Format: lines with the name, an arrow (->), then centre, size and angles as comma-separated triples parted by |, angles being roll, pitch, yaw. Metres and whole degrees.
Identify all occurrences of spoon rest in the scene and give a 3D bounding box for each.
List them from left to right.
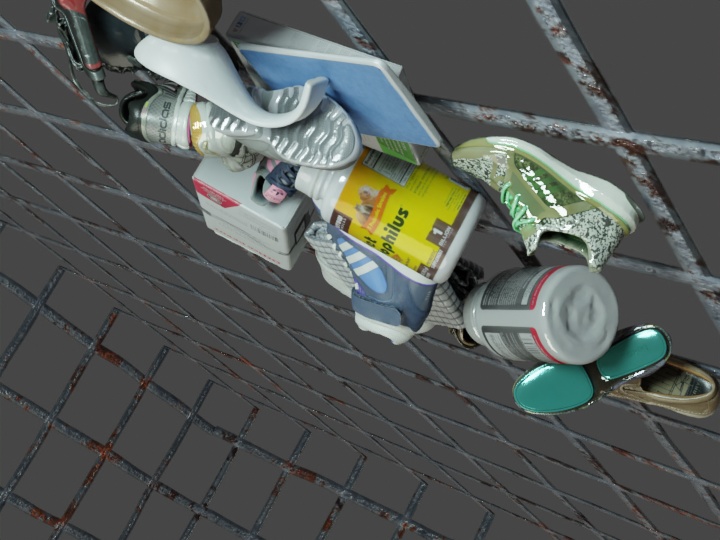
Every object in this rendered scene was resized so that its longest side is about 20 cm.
spoon rest -> -0.129, -0.185, 1.164 | 0.198, 0.061, 0.099 | 22, -155, 20

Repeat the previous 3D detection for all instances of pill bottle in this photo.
pill bottle -> 0.031, -0.078, 1.327 | 0.198, 0.110, 0.109 | 29, 165, 4
pill bottle -> 0.203, 0.052, 1.419 | 0.110, 0.112, 0.199 | 35, 164, -21

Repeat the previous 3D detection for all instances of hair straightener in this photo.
hair straightener -> -0.310, -0.273, 1.308 | 0.077, 0.041, 0.202 | 10, 124, 58

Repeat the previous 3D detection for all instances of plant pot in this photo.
plant pot -> -0.196, -0.299, 1.073 | 0.199, 0.093, 0.201 | 29, 166, 8

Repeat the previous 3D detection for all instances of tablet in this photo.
tablet -> -0.021, -0.173, 1.173 | 0.198, 0.014, 0.130 | 15, 158, 41

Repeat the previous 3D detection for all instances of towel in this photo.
towel -> 0.047, -0.017, 1.548 | 0.198, 0.086, 0.166 | 7, 146, 45

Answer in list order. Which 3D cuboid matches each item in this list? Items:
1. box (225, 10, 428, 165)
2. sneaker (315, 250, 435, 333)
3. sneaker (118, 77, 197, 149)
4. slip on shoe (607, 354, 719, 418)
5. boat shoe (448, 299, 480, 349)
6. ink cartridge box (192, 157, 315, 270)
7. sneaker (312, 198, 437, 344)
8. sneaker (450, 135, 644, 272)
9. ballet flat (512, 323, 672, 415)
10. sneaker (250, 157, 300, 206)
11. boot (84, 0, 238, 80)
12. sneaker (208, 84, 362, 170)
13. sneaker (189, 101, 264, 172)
box -> -0.030, -0.187, 1.240 | 0.198, 0.037, 0.145 | 25, 164, 24
sneaker -> 0.019, 0.020, 1.744 | 0.198, 0.074, 0.116 | 27, 168, 16
sneaker -> -0.239, -0.194, 1.415 | 0.086, 0.075, 0.200 | 9, -161, -12
slip on shoe -> 0.339, 0.125, 1.465 | 0.198, 0.077, 0.061 | 21, 169, 21
boat shoe -> 0.146, 0.062, 1.636 | 0.074, 0.074, 0.199 | 35, 164, -20
ink cartridge box -> -0.142, -0.091, 1.664 | 0.144, 0.084, 0.200 | 28, 166, 6
sneaker -> 0.000, 0.000, 1.434 | 0.199, 0.080, 0.148 | 39, 127, 20
sneaker -> 0.167, -0.062, 1.158 | 0.198, 0.089, 0.077 | 25, 165, 18
ballet flat -> 0.278, 0.120, 1.431 | 0.198, 0.073, 0.072 | -24, 140, 18
sneaker -> -0.078, -0.119, 1.456 | 0.070, 0.083, 0.200 | 34, 164, -14
boot -> -0.240, -0.262, 1.306 | 0.166, 0.077, 0.200 | 19, 168, 24
sneaker -> -0.063, -0.143, 1.218 | 0.199, 0.076, 0.082 | 25, 179, 42
sneaker -> -0.124, -0.157, 1.393 | 0.086, 0.077, 0.200 | -6, -178, 14
